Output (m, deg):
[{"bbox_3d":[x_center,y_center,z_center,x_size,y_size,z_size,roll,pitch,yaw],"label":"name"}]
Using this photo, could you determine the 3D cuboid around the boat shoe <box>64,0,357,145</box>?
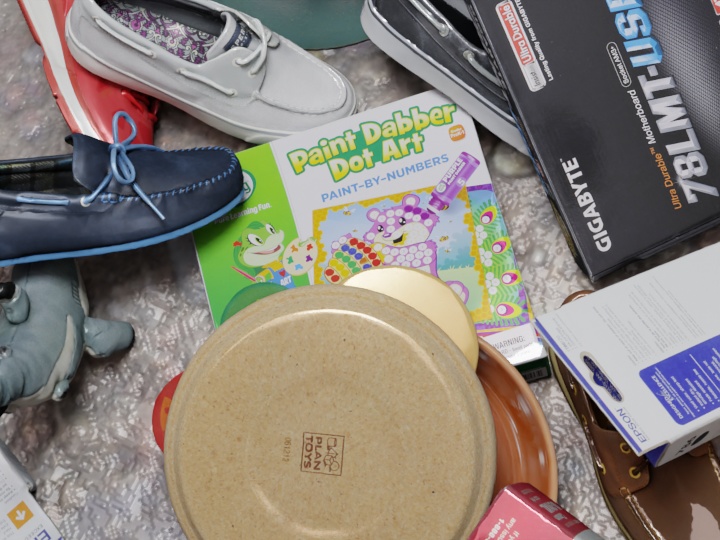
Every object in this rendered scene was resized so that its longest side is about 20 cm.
[{"bbox_3d":[-0.091,-0.142,1.111,0.199,0.069,0.072,24,65,-8],"label":"boat shoe"}]

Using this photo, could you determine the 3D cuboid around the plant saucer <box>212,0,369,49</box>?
[{"bbox_3d":[-0.027,-0.252,1.191,0.199,0.036,0.201,-4,69,10],"label":"plant saucer"}]

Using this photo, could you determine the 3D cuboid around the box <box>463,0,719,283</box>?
[{"bbox_3d":[0.187,-0.124,1.037,0.198,0.050,0.201,-25,106,-1],"label":"box"}]

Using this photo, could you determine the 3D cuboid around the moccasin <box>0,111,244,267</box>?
[{"bbox_3d":[-0.169,-0.050,1.055,0.199,0.069,0.081,-14,30,-14],"label":"moccasin"}]

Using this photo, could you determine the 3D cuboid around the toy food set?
[{"bbox_3d":[-0.021,0.102,0.984,0.197,0.049,0.201,-11,89,5],"label":"toy food set"}]

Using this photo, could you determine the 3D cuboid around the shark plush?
[{"bbox_3d":[-0.218,0.039,1.054,0.090,0.200,0.084,0,114,20],"label":"shark plush"}]

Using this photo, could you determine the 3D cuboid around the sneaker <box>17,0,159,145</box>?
[{"bbox_3d":[-0.152,-0.146,1.156,0.115,0.078,0.201,-29,69,1],"label":"sneaker"}]

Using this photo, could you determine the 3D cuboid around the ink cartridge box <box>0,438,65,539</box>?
[{"bbox_3d":[-0.310,0.168,1.091,0.199,0.041,0.200,-41,68,-5],"label":"ink cartridge box"}]

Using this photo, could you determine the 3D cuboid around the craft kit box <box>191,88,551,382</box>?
[{"bbox_3d":[0.000,0.000,1.091,0.199,0.049,0.198,-18,65,4],"label":"craft kit box"}]

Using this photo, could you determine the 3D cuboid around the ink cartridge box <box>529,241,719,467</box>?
[{"bbox_3d":[0.184,0.047,0.979,0.199,0.039,0.100,-17,61,-39],"label":"ink cartridge box"}]

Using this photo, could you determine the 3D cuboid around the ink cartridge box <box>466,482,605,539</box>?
[{"bbox_3d":[0.125,0.233,0.936,0.200,0.083,0.146,35,91,15],"label":"ink cartridge box"}]

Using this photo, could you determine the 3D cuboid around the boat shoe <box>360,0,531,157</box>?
[{"bbox_3d":[0.096,-0.136,1.080,0.200,0.068,0.072,35,51,4],"label":"boat shoe"}]

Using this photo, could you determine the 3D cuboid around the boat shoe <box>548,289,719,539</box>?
[{"bbox_3d":[0.167,0.100,1.006,0.072,0.068,0.201,-27,68,1],"label":"boat shoe"}]

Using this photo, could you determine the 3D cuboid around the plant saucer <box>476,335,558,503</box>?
[{"bbox_3d":[0.018,0.124,1.020,0.199,0.032,0.202,0,89,5],"label":"plant saucer"}]
